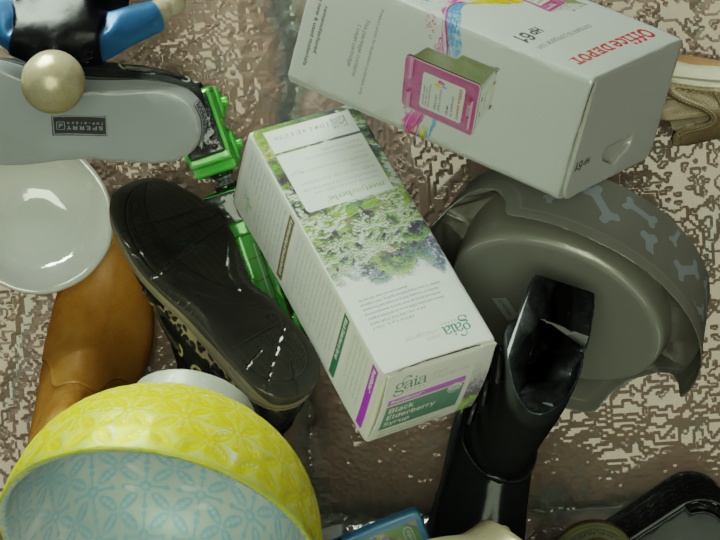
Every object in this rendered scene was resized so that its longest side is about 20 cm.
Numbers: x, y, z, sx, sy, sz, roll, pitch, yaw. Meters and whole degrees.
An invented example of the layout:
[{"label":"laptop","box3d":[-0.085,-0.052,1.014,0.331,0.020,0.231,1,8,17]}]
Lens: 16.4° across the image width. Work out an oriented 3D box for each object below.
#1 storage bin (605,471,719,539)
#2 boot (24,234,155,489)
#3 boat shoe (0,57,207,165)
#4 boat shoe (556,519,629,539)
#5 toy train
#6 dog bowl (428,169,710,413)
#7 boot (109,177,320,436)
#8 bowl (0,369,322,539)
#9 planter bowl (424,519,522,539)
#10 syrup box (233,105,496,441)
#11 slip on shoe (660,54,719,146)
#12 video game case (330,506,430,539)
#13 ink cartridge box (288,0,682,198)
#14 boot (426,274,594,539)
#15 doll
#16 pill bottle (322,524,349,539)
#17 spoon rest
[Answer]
[{"label":"storage bin","box3d":[0.229,0.251,1.670,0.135,0.094,0.200,-34,94,6]},{"label":"boot","box3d":[-0.180,0.076,1.638,0.071,0.144,0.201,9,97,0]},{"label":"boat shoe","box3d":[-0.196,-0.105,1.605,0.200,0.057,0.069,7,115,0]},{"label":"boat shoe","box3d":[0.153,0.262,1.596,0.073,0.063,0.200,-9,97,3]},{"label":"toy train","box3d":[-0.082,-0.030,1.665,0.042,0.056,0.200,-19,96,5]},{"label":"dog bowl","box3d":[0.132,0.010,1.605,0.200,0.200,0.059,29,58,-1]},{"label":"boot","box3d":[-0.105,0.050,1.642,0.073,0.151,0.200,-28,61,-30]},{"label":"bowl","box3d":[-0.112,0.125,1.530,0.200,0.108,0.200,8,142,6]},{"label":"planter bowl","box3d":[0.071,0.236,1.509,0.135,0.200,0.200,-45,94,-12]},{"label":"syrup box","box3d":[0.000,0.000,1.572,0.079,0.081,0.200,-17,61,-23]},{"label":"slip on shoe","box3d":[0.218,-0.109,1.632,0.200,0.076,0.061,14,92,3]},{"label":"video game case","box3d":[-0.030,0.253,1.603,0.200,0.018,0.143,-22,98,1]},{"label":"ink cartridge box","box3d":[0.080,-0.131,1.563,0.200,0.145,0.085,26,116,21]},{"label":"boot","box3d":[0.097,0.116,1.577,0.066,0.200,0.165,8,63,-11]},{"label":"doll","box3d":[-0.178,-0.176,1.586,0.136,0.200,0.048,8,136,1]},{"label":"pill bottle","box3d":[-0.093,0.242,1.670,0.200,0.116,0.116,-18,96,4]},{"label":"spoon rest","box3d":[-0.240,-0.076,1.645,0.099,0.061,0.200,-33,85,-13]}]
